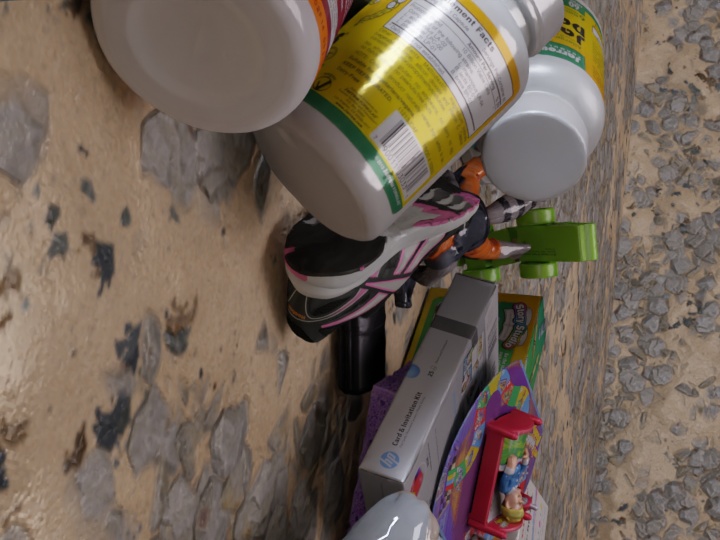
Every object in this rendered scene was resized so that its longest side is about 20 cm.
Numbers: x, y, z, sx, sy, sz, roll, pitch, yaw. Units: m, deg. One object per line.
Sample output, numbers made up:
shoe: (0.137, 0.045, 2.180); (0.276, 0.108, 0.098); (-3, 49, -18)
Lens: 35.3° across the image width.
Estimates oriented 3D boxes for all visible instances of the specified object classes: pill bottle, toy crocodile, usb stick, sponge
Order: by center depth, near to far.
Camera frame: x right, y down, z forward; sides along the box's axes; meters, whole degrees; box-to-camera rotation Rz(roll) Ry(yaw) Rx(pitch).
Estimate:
pill bottle: (-0.048, -0.173, 0.581); (0.113, 0.112, 0.201); (76, 27, -44)
pill bottle: (0.036, -0.123, 0.722); (0.200, 0.113, 0.113); (-44, 146, -16)
usb stick: (0.000, 0.000, 0.892); (0.055, 0.032, 0.201); (-25, 118, -60)
sponge: (0.023, 0.182, 0.955); (0.111, 0.030, 0.201); (-23, 126, -68)
pill bottle: (0.152, -0.150, 0.968); (0.201, 0.112, 0.113); (-75, 160, -50)
toy crocodile: (0.155, -0.025, 1.130); (0.062, 0.199, 0.068); (-11, 93, -42)

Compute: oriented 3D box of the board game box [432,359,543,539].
board game box: (0.127, 0.174, 0.951); (0.158, 0.039, 0.200); (-57, 147, -23)

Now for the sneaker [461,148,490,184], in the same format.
sneaker: (0.173, -0.142, 1.248); (0.200, 0.115, 0.074); (38, 56, -70)

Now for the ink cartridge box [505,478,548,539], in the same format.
ink cartridge box: (0.107, 0.269, 1.122); (0.200, 0.124, 0.129); (54, 44, -64)

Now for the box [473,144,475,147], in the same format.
box: (0.074, -0.186, 1.044); (0.200, 0.049, 0.083); (40, 56, -67)

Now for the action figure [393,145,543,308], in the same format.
action figure: (0.084, -0.071, 0.996); (0.193, 0.104, 0.201); (-24, 113, -51)

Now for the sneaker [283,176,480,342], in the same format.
sneaker: (0.007, -0.013, 0.831); (0.200, 0.080, 0.087); (-27, 144, -43)

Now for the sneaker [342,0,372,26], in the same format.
sneaker: (0.010, -0.225, 0.803); (0.200, 0.074, 0.107); (10, 85, -70)

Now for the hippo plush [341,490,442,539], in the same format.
hippo plush: (0.027, 0.254, 0.748); (0.159, 0.161, 0.200); (-43, 154, -6)

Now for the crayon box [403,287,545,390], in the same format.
crayon box: (0.103, 0.106, 1.087); (0.201, 0.118, 0.058); (-67, 154, -43)

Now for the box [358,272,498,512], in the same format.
box: (0.062, 0.127, 0.916); (0.156, 0.041, 0.201); (81, 29, -48)
